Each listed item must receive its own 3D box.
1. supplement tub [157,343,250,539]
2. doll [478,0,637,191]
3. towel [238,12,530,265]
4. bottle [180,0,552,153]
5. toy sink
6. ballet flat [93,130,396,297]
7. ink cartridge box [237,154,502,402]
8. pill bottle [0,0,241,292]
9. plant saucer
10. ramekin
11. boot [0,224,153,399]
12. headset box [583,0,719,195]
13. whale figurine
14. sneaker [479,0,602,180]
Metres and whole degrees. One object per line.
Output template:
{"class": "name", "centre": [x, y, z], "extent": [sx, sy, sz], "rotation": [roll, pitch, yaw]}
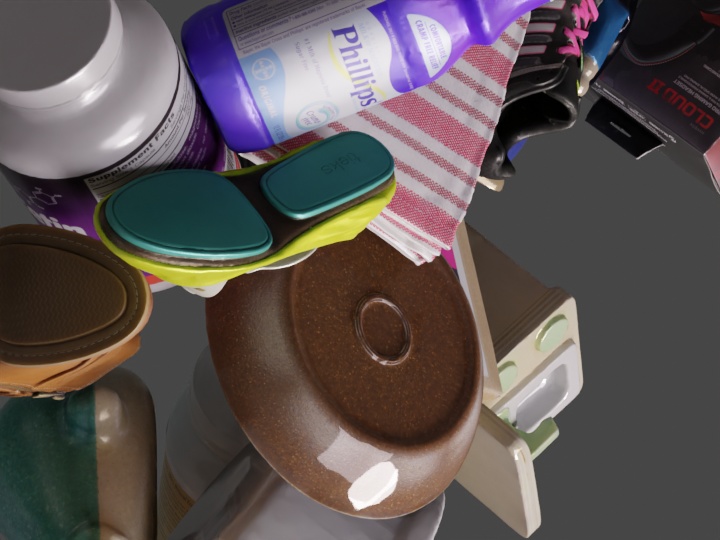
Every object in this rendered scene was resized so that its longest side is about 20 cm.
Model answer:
{"class": "supplement tub", "centre": [-0.061, 0.145, 1.706], "extent": [0.144, 0.144, 0.200], "rotation": [-29, 146, -36]}
{"class": "doll", "centre": [0.137, -0.141, 1.689], "extent": [0.200, 0.048, 0.136], "rotation": [-51, -171, 22]}
{"class": "towel", "centre": [0.017, -0.121, 1.466], "extent": [0.146, 0.030, 0.200], "rotation": [31, 65, -27]}
{"class": "bottle", "centre": [0.010, -0.130, 1.354], "extent": [0.200, 0.065, 0.084], "rotation": [-21, 140, 1]}
{"class": "toy sink", "centre": [0.077, 0.058, 1.745], "extent": [0.112, 0.200, 0.130], "rotation": [-41, 151, -16]}
{"class": "ballet flat", "centre": [-0.062, -0.020, 1.345], "extent": [0.200, 0.067, 0.067], "rotation": [-18, 151, -43]}
{"class": "ink cartridge box", "centre": [0.000, 0.000, 1.588], "extent": [0.075, 0.165, 0.200], "rotation": [-18, 165, 25]}
{"class": "pill bottle", "centre": [-0.136, -0.076, 1.355], "extent": [0.112, 0.112, 0.200], "rotation": [-45, 152, -10]}
{"class": "plant saucer", "centre": [0.003, 0.038, 1.454], "extent": [0.200, 0.200, 0.037], "rotation": [-19, 175, -45]}
{"class": "ramekin", "centre": [-0.051, 0.174, 1.521], "extent": [0.200, 0.098, 0.200], "rotation": [-48, -171, 10]}
{"class": "boot", "centre": [-0.161, 0.029, 1.396], "extent": [0.155, 0.200, 0.074], "rotation": [22, 69, -56]}
{"class": "headset box", "centre": [0.237, -0.159, 1.769], "extent": [0.200, 0.149, 0.075], "rotation": [-47, 151, -5]}
{"class": "whale figurine", "centre": [-0.169, 0.138, 1.509], "extent": [0.104, 0.200, 0.159], "rotation": [0, 118, -5]}
{"class": "sneaker", "centre": [0.115, -0.133, 1.599], "extent": [0.200, 0.087, 0.074], "rotation": [-47, 154, -8]}
